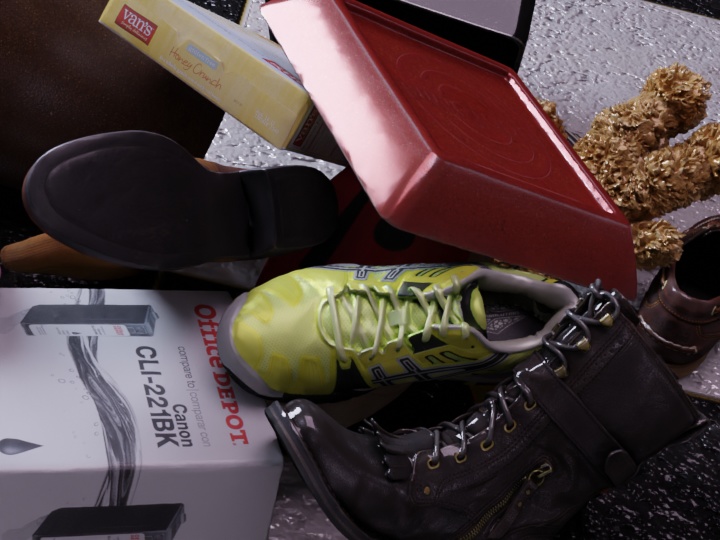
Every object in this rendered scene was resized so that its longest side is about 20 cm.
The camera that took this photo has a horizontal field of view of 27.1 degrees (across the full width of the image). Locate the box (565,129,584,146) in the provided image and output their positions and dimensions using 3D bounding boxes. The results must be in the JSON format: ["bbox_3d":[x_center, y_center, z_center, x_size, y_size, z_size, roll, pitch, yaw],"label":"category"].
[{"bbox_3d":[0.096,-0.076,1.109,0.198,0.069,0.082,22,35,7],"label":"box"}]

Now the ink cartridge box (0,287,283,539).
[{"bbox_3d":[-0.151,0.083,0.768,0.198,0.084,0.145,2,35,-21],"label":"ink cartridge box"}]

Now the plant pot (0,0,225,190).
[{"bbox_3d":[-0.194,-0.122,0.982,0.199,0.187,0.188,29,32,-12],"label":"plant pot"}]

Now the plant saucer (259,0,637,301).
[{"bbox_3d":[0.058,-0.079,0.849,0.198,0.037,0.201,16,33,-39],"label":"plant saucer"}]

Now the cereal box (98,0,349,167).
[{"bbox_3d":[-0.055,-0.113,0.920,0.143,0.040,0.200,35,10,19],"label":"cereal box"}]

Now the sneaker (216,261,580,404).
[{"bbox_3d":[0.023,0.022,0.774,0.198,0.076,0.076,-5,73,-23],"label":"sneaker"}]

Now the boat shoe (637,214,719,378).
[{"bbox_3d":[0.249,0.003,1.061,0.070,0.071,0.200,24,34,14],"label":"boat shoe"}]

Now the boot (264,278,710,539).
[{"bbox_3d":[0.066,0.072,0.746,0.200,0.174,0.069,40,5,-32],"label":"boot"}]

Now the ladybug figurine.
[{"bbox_3d":[0.000,0.000,0.873,0.135,0.072,0.201,20,70,42],"label":"ladybug figurine"}]

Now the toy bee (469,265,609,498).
[{"bbox_3d":[0.093,0.056,0.915,0.131,0.108,0.201,35,41,-26],"label":"toy bee"}]

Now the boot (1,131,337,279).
[{"bbox_3d":[-0.142,-0.029,0.828,0.187,0.069,0.199,-9,1,-44],"label":"boot"}]

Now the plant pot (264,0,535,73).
[{"bbox_3d":[0.050,-0.241,1.150,0.198,0.200,0.179,20,75,5],"label":"plant pot"}]

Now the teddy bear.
[{"bbox_3d":[0.166,-0.059,1.015,0.198,0.147,0.067,-16,-7,7],"label":"teddy bear"}]
